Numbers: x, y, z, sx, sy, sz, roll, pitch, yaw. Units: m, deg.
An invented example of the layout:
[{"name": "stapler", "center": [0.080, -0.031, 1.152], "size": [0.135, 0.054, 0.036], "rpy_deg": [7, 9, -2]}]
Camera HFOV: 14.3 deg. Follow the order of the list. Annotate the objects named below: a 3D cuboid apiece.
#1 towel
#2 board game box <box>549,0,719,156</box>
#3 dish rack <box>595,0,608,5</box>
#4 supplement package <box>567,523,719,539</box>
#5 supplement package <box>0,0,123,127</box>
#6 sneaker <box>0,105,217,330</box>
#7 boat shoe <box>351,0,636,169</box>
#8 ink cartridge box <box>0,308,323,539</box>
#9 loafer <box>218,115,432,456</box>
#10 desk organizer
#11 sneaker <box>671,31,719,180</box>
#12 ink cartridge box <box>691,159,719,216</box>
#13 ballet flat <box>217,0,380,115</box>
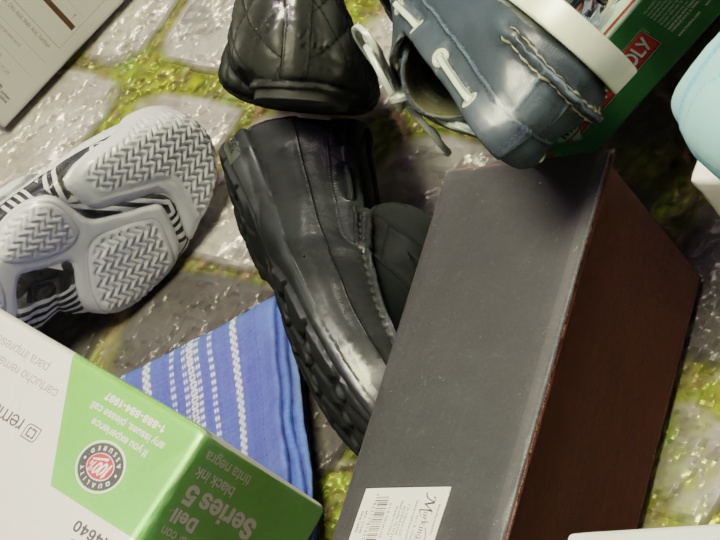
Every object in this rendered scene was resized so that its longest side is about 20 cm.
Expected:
[{"name": "towel", "center": [-0.104, 0.098, 1.123], "size": [0.200, 0.024, 0.145], "rpy_deg": [-26, 42, 19]}, {"name": "board game box", "center": [0.133, -0.146, 1.056], "size": [0.200, 0.029, 0.135], "rpy_deg": [-50, 18, 32]}, {"name": "dish rack", "center": [0.096, -0.170, 1.033], "size": [0.153, 0.055, 0.200], "rpy_deg": [-57, 8, 9]}, {"name": "supplement package", "center": [0.156, 0.142, 0.809], "size": [0.200, 0.110, 0.114], "rpy_deg": [-8, 51, 34]}, {"name": "supplement package", "center": [-0.159, -0.192, 1.344], "size": [0.200, 0.120, 0.121], "rpy_deg": [-48, 40, -6]}, {"name": "sneaker", "center": [-0.158, -0.012, 1.221], "size": [0.200, 0.075, 0.115], "rpy_deg": [-43, 40, -1]}, {"name": "boat shoe", "center": [0.039, -0.077, 1.038], "size": [0.062, 0.075, 0.200], "rpy_deg": [-48, 24, -1]}, {"name": "ink cartridge box", "center": [-0.131, 0.131, 1.038], "size": [0.145, 0.084, 0.200], "rpy_deg": [26, 82, 40]}, {"name": "loafer", "center": [0.000, 0.000, 1.087], "size": [0.070, 0.068, 0.201], "rpy_deg": [-19, 37, -5]}, {"name": "desk organizer", "center": [0.053, 0.063, 0.985], "size": [0.072, 0.077, 0.200], "rpy_deg": [-6, 52, 36]}, {"name": "sneaker", "center": [0.174, -0.108, 0.912], "size": [0.200, 0.074, 0.082], "rpy_deg": [-45, 44, -3]}, {"name": "ink cartridge box", "center": [0.220, -0.090, 0.980], "size": [0.146, 0.085, 0.200], "rpy_deg": [2, 59, 40]}, {"name": "ballet flat", "center": [-0.021, -0.091, 1.134], "size": [0.200, 0.066, 0.057], "rpy_deg": [-149, 65, -85]}]
